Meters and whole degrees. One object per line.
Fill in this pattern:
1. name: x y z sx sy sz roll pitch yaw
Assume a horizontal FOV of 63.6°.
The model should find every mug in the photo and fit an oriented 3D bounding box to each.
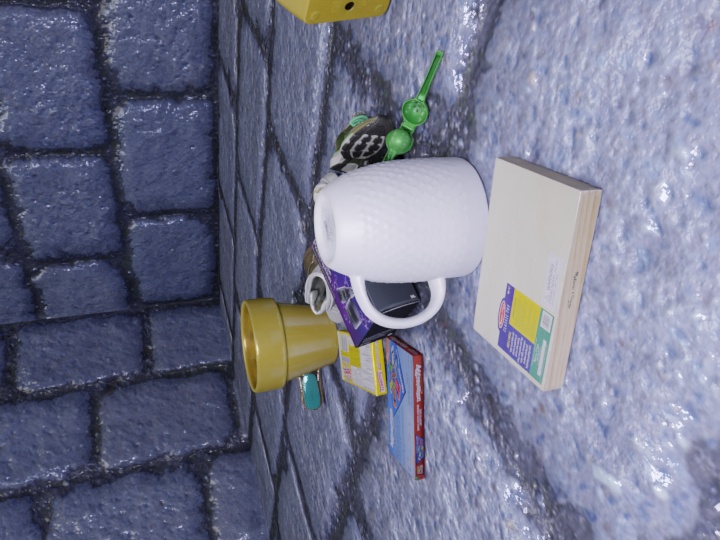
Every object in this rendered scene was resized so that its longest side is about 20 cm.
1. mug: 0.043 -0.032 0.692 0.148 0.174 0.202 165 98 -70

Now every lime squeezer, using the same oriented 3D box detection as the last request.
1. lime squeezer: 0.060 -0.183 0.754 0.201 0.038 0.071 -61 11 17

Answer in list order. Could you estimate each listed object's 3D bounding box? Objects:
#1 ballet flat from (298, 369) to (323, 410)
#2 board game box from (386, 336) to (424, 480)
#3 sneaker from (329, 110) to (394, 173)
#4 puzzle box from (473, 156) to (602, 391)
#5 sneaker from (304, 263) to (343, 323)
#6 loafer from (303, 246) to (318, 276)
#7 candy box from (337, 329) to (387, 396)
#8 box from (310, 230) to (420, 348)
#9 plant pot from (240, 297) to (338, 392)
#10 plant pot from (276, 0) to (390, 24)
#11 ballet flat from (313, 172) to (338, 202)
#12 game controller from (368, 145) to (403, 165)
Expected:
1. ballet flat: -0.127 0.238 1.417 0.065 0.070 0.202 -171 79 -84
2. board game box: 0.070 0.215 0.919 0.103 0.019 0.202 -155 61 -66
3. sneaker: -0.005 -0.221 0.934 0.200 0.076 0.089 159 112 -68
4. puzzle box: 0.167 0.000 0.577 0.133 0.025 0.201 -132 40 -58
5. sneaker: -0.062 0.050 1.071 0.201 0.073 0.116 90 -155 -44
6. loafer: -0.066 -0.023 1.146 0.200 0.075 0.068 116 149 -56
7. candy box: -0.001 0.168 1.094 0.200 0.026 0.103 175 87 -71
8. box: 0.000 0.000 0.921 0.201 0.078 0.141 64 153 20
9. plant pot: -0.156 0.154 1.284 0.201 0.188 0.202 174 90 -71
10. plant pot: -0.038 -0.461 0.799 0.177 0.199 0.200 64 155 17
11. ballet flat: -0.054 -0.137 1.096 0.200 0.069 0.070 -127 36 -56
12. game controller: 0.030 -0.117 0.922 0.105 0.042 0.200 66 158 6
